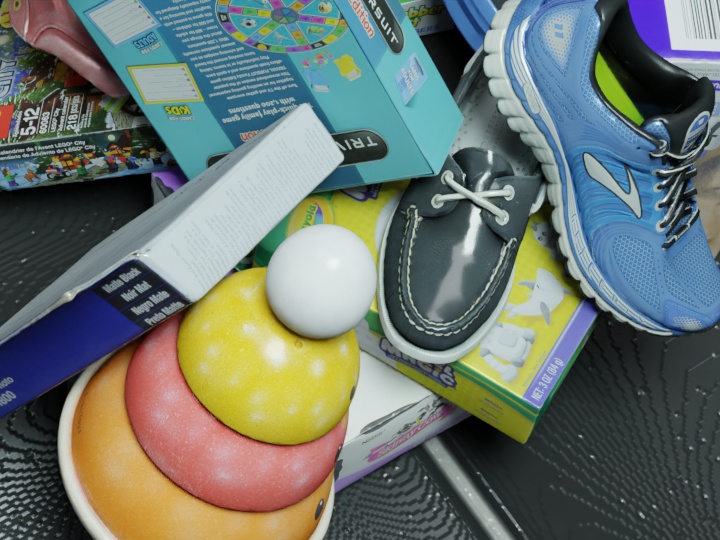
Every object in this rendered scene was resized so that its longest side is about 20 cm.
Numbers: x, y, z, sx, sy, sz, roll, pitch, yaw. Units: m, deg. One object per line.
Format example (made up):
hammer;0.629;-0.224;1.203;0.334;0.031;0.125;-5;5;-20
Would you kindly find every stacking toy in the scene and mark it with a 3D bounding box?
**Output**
stacking toy;-0.047;0.050;0.824;0.145;0.200;0.147;15;51;-19

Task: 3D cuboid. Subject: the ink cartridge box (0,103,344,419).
ink cartridge box;-0.124;0.014;0.865;0.041;0.199;0.200;54;42;-7

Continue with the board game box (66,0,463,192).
board game box;-0.060;-0.126;0.881;0.150;0.200;0.047;-6;41;34

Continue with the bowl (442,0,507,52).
bowl;0.127;-0.179;1.104;0.200;0.039;0.202;19;54;-28

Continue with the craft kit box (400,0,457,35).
craft kit box;-0.008;-0.238;1.164;0.196;0.049;0.201;-16;64;-12

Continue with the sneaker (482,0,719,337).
sneaker;0.139;-0.051;0.890;0.079;0.089;0.201;-50;118;-39

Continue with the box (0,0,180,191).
box;-0.151;-0.137;1.046;0.136;0.038;0.201;-6;49;10

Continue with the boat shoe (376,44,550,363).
boat shoe;0.059;-0.047;0.918;0.075;0.060;0.201;16;58;0

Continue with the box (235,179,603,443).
box;0.032;-0.009;0.953;0.199;0.048;0.118;29;60;11

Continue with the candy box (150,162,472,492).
candy box;0.000;0.000;1.012;0.167;0.072;0.200;-27;66;-20

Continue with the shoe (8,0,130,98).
shoe;-0.179;-0.182;0.977;0.200;0.071;0.091;38;100;14

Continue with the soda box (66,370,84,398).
soda box;-0.096;0.141;0.922;0.063;0.068;0.201;-14;64;-17

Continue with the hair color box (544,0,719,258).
hair color box;0.175;-0.081;1.006;0.109;0.200;0.065;1;61;-7
